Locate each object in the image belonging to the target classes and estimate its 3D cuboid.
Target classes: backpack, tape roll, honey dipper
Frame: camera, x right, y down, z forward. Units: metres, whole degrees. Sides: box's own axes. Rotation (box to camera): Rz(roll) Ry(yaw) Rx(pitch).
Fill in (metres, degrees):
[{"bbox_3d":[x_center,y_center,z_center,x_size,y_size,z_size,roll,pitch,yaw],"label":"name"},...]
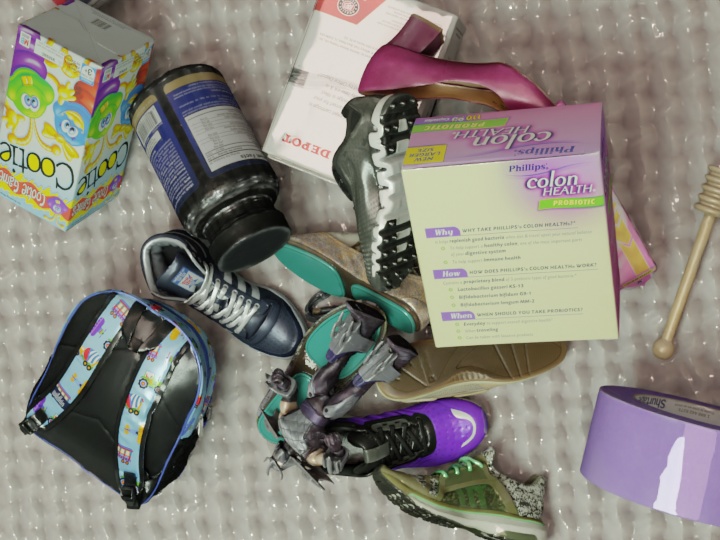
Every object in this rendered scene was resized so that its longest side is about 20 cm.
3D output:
[{"bbox_3d":[-0.235,0.114,1.385,0.182,0.134,0.201,32,111,12],"label":"backpack"},{"bbox_3d":[0.313,0.175,1.248,0.199,0.200,0.086,13,95,12],"label":"tape roll"},{"bbox_3d":[0.331,-0.006,1.325,0.038,0.038,0.201,21,98,11],"label":"honey dipper"}]

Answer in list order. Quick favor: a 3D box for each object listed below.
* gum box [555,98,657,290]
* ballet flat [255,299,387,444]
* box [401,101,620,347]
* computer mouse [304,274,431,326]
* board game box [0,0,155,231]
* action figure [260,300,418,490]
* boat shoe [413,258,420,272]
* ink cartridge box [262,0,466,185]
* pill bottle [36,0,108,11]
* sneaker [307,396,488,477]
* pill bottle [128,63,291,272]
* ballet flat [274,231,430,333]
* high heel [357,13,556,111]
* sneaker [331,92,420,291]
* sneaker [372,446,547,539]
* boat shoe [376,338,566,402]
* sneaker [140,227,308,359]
[{"bbox_3d":[0.204,-0.055,1.334,0.113,0.066,0.201,-29,85,13],"label":"gum box"},{"bbox_3d":[-0.038,0.098,1.386,0.072,0.072,0.200,44,113,8],"label":"ballet flat"},{"bbox_3d":[0.144,-0.039,1.222,0.175,0.097,0.201,-4,124,15],"label":"box"},{"bbox_3d":[0.037,0.036,1.395,0.199,0.034,0.059,-4,67,20],"label":"computer mouse"},{"bbox_3d":[-0.304,-0.162,1.389,0.104,0.103,0.201,27,124,11],"label":"board game box"},{"bbox_3d":[-0.037,0.128,1.314,0.130,0.069,0.200,44,105,24],"label":"action figure"},{"bbox_3d":[0.082,-0.068,1.321,0.072,0.059,0.200,48,135,19],"label":"boat shoe"},{"bbox_3d":[0.005,-0.186,1.368,0.146,0.083,0.201,22,96,11],"label":"ink cartridge box"},{"bbox_3d":[-0.268,-0.366,1.408,0.200,0.120,0.120,-36,84,11],"label":"pill bottle"},{"bbox_3d":[0.031,0.180,1.361,0.199,0.099,0.070,-11,91,13],"label":"sneaker"},{"bbox_3d":[-0.153,-0.104,1.373,0.112,0.112,0.201,-32,73,11],"label":"pill bottle"},{"bbox_3d":[0.000,0.000,1.378,0.199,0.068,0.067,30,61,24],"label":"ballet flat"},{"bbox_3d":[0.097,-0.161,1.266,0.200,0.067,0.096,34,81,24],"label":"high heel"},{"bbox_3d":[0.014,-0.081,1.296,0.090,0.066,0.201,20,118,44],"label":"sneaker"},{"bbox_3d":[0.106,0.218,1.349,0.199,0.077,0.089,21,73,-17],"label":"sneaker"},{"bbox_3d":[0.112,0.094,1.362,0.199,0.065,0.073,-14,75,-5],"label":"boat shoe"},{"bbox_3d":[-0.148,0.028,1.394,0.200,0.108,0.070,39,99,9],"label":"sneaker"}]
